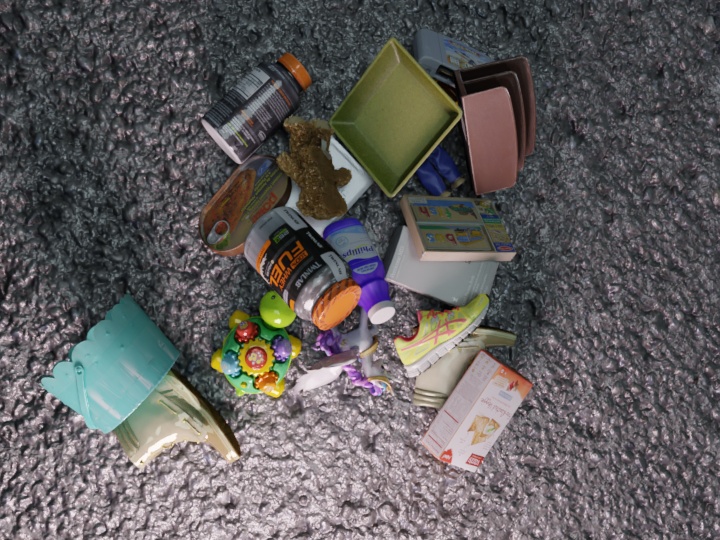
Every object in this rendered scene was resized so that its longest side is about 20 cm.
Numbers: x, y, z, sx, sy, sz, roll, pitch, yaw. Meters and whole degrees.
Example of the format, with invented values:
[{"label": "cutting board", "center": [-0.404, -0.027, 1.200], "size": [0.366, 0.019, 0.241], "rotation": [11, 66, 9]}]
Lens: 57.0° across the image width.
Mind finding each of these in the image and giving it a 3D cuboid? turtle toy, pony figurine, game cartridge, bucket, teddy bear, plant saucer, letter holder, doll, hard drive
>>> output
[{"label": "turtle toy", "center": [-0.174, 0.129, 1.175], "size": [0.143, 0.101, 0.203], "rotation": [25, 85, -7]}, {"label": "pony figurine", "center": [-0.031, 0.135, 1.183], "size": [0.189, 0.167, 0.204], "rotation": [-7, 73, -19]}, {"label": "game cartridge", "center": [0.190, -0.379, 1.233], "size": [0.196, 0.042, 0.135], "rotation": [19, 45, -16]}, {"label": "bucket", "center": [-0.408, 0.155, 1.094], "size": [0.207, 0.207, 0.135], "rotation": [-45, 103, -7]}, {"label": "teddy bear", "center": [-0.083, -0.182, 1.180], "size": [0.144, 0.066, 0.204], "rotation": [-21, 87, -46]}, {"label": "plant saucer", "center": [0.066, -0.271, 1.195], "size": [0.200, 0.048, 0.201], "rotation": [-47, 71, 25]}, {"label": "letter holder", "center": [0.252, -0.257, 1.183], "size": [0.139, 0.102, 0.203], "rotation": [-11, 130, 7]}, {"label": "doll", "center": [0.107, -0.224, 1.253], "size": [0.136, 0.048, 0.201], "rotation": [-40, 94, -5]}, {"label": "hard drive", "center": [-0.086, -0.140, 1.234], "size": [0.132, 0.025, 0.200], "rotation": [43, 83, -5]}]

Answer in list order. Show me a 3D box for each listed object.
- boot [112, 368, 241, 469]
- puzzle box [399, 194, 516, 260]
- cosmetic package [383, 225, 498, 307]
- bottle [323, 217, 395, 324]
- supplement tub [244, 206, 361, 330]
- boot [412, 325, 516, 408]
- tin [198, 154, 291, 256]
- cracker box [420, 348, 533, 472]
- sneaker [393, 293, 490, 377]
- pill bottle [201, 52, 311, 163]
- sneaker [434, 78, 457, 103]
[{"label": "boot", "center": [-0.320, 0.296, 1.163], "size": [0.155, 0.073, 0.200], "rotation": [-43, 93, -8]}, {"label": "puzzle box", "center": [0.177, -0.077, 1.209], "size": [0.196, 0.026, 0.135], "rotation": [-1, 54, -25]}, {"label": "cosmetic package", "center": [0.142, -0.001, 1.234], "size": [0.196, 0.090, 0.109], "rotation": [19, 89, -10]}, {"label": "bottle", "center": [0.000, 0.000, 1.176], "size": [0.082, 0.066, 0.202], "rotation": [-16, 57, -16]}, {"label": "supplement tub", "center": [-0.096, -0.003, 1.120], "size": [0.122, 0.123, 0.200], "rotation": [-43, 66, -7]}, {"label": "boot", "center": [0.193, 0.181, 1.243], "size": [0.195, 0.072, 0.159], "rotation": [1, 88, -3]}, {"label": "tin", "center": [-0.205, -0.116, 1.190], "size": [0.111, 0.042, 0.201], "rotation": [37, 83, 25]}, {"label": "cracker box", "center": [0.213, 0.257, 1.203], "size": [0.133, 0.058, 0.202], "rotation": [30, 95, -45]}, {"label": "sneaker", "center": [0.142, 0.097, 1.175], "size": [0.199, 0.078, 0.091], "rotation": [-39, 83, 3]}, {"label": "pill bottle", "center": [-0.179, -0.295, 1.185], "size": [0.200, 0.106, 0.106], "rotation": [-44, 94, -7]}, {"label": "sneaker", "center": [0.115, -0.355, 1.241], "size": [0.196, 0.082, 0.079], "rotation": [19, 87, -6]}]
